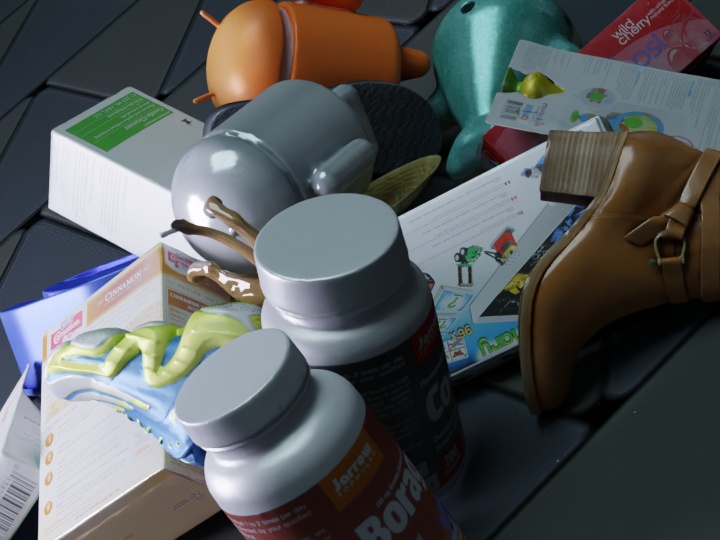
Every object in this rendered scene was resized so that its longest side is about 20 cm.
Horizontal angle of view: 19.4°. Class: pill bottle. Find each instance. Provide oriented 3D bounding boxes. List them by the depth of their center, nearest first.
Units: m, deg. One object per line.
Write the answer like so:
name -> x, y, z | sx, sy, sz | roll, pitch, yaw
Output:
pill bottle -> -0.025, 0.136, 1.315 | 0.112, 0.200, 0.112 | -28, 27, 16
pill bottle -> -0.001, 0.057, 1.393 | 0.114, 0.200, 0.114 | -9, 35, 7

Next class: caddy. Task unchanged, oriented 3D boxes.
caddy -> -0.210, 0.050, 1.808 | 0.200, 0.105, 0.141 | -18, 7, 32

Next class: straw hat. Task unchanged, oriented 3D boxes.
straw hat -> 0.000, 0.000, 1.641 | 0.201, 0.085, 0.201 | -32, 9, 6

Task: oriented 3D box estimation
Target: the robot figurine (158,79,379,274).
robot figurine -> -0.067, -0.071, 1.612 | 0.170, 0.113, 0.200 | -9, 24, 42

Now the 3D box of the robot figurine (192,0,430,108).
robot figurine -> -0.043, -0.169, 1.786 | 0.117, 0.200, 0.144 | -109, 32, -49

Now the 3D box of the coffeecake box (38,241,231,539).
coffeecake box -> -0.168, 0.105, 1.579 | 0.153, 0.073, 0.200 | -35, 44, 35

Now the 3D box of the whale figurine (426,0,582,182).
whale figurine -> 0.111, -0.163, 1.772 | 0.159, 0.104, 0.200 | -19, 34, 31

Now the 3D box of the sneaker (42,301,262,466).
sneaker -> -0.142, 0.089, 1.445 | 0.200, 0.076, 0.105 | -17, 73, 39

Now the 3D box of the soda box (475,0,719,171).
soda box -> 0.186, -0.136, 1.649 | 0.200, 0.070, 0.063 | -42, -9, -10

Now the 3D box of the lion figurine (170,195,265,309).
lion figurine -> -0.049, 0.025, 1.475 | 0.122, 0.200, 0.072 | 34, 89, 31

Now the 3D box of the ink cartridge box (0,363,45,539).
ink cartridge box -> -0.298, 0.181, 1.700 | 0.161, 0.050, 0.200 | -57, 9, 13

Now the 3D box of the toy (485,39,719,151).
toy -> 0.201, -0.109, 1.575 | 0.200, 0.047, 0.115 | 15, 41, 9

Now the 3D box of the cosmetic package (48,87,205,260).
cosmetic package -> -0.150, -0.063, 1.749 | 0.200, 0.085, 0.108 | 25, 38, 23

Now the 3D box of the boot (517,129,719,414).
boot -> 0.189, 0.007, 1.412 | 0.155, 0.200, 0.077 | 9, -4, 8

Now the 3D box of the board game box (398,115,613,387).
board game box -> 0.110, -0.009, 1.496 | 0.200, 0.126, 0.035 | -26, -14, 18

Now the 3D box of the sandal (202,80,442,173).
sandal -> -0.031, -0.119, 1.725 | 0.200, 0.076, 0.043 | -1, 8, -15
